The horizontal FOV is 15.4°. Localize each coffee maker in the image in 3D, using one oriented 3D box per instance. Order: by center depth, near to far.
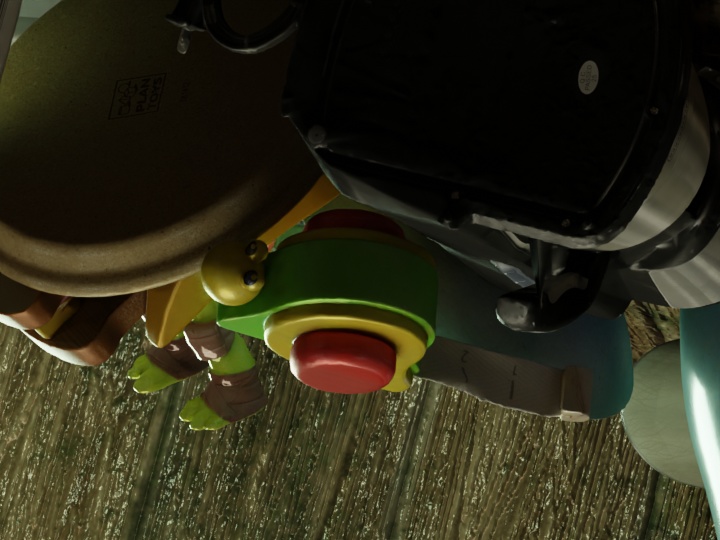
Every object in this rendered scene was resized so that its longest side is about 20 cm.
[{"bbox_3d":[0.060,-0.066,1.034,0.192,0.135,0.200,40,-176,21],"label":"coffee maker"}]

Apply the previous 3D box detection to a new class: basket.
[{"bbox_3d":[0.351,0.126,2.331,0.180,0.136,0.200,13,173,-20],"label":"basket"}]

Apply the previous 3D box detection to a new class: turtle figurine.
[{"bbox_3d":[-0.094,-0.013,1.260,0.200,0.162,0.064,19,-138,36],"label":"turtle figurine"}]

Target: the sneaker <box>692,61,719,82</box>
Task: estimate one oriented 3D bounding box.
[{"bbox_3d":[0.121,-0.059,1.175,0.200,0.070,0.099,21,-178,27],"label":"sneaker"}]

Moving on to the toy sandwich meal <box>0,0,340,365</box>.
[{"bbox_3d":[-0.086,-0.048,1.130,0.205,0.205,0.070,12,149,32],"label":"toy sandwich meal"}]

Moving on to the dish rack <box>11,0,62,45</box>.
[{"bbox_3d":[-0.131,-0.107,1.266,0.200,0.044,0.172,1,178,-14],"label":"dish rack"}]

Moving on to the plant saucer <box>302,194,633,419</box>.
[{"bbox_3d":[0.054,-0.017,1.199,0.201,0.039,0.201,31,-155,-16],"label":"plant saucer"}]

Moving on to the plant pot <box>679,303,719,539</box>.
[{"bbox_3d":[0.235,0.063,1.206,0.200,0.188,0.200,6,163,2],"label":"plant pot"}]

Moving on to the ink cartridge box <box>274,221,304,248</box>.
[{"bbox_3d":[0.000,0.000,1.349,0.200,0.059,0.104,5,-172,-3],"label":"ink cartridge box"}]

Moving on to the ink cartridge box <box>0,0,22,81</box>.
[{"bbox_3d":[-0.235,-0.088,1.100,0.125,0.200,0.128,11,174,43],"label":"ink cartridge box"}]

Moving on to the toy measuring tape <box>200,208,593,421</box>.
[{"bbox_3d":[0.028,0.022,1.064,0.200,0.074,0.074,18,175,-29],"label":"toy measuring tape"}]
